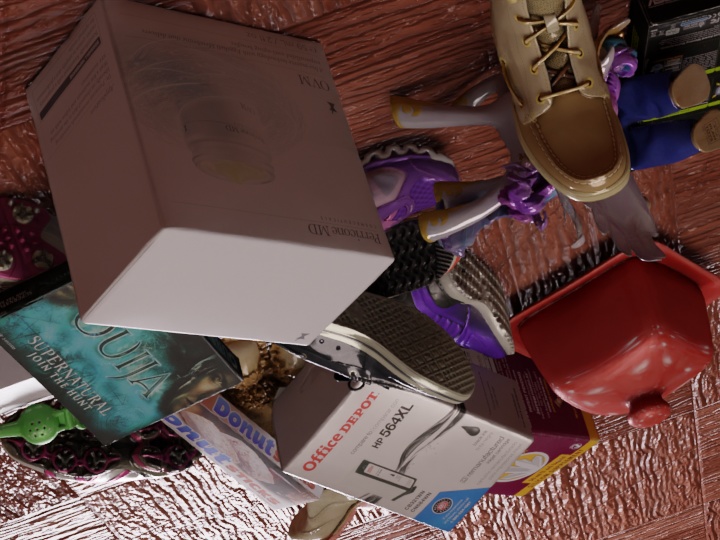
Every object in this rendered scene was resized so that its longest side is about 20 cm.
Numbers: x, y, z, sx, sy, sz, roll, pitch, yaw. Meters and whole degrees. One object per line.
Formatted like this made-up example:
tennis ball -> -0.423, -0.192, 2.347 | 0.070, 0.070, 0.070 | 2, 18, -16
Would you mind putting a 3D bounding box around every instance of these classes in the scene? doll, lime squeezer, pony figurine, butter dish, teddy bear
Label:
doll -> 0.206, -0.108, 1.590 | 0.048, 0.137, 0.199 | -36, -164, -33
lime squeezer -> -0.272, 0.131, 1.762 | 0.199, 0.038, 0.071 | -20, 179, -30
pony figurine -> 0.136, -0.087, 1.510 | 0.199, 0.195, 0.166 | -21, 162, 25
butter dish -> 0.265, 0.085, 1.941 | 0.199, 0.149, 0.199 | -31, 148, 25
teddy bear -> -0.095, 0.114, 1.888 | 0.144, 0.067, 0.201 | -22, 145, -3

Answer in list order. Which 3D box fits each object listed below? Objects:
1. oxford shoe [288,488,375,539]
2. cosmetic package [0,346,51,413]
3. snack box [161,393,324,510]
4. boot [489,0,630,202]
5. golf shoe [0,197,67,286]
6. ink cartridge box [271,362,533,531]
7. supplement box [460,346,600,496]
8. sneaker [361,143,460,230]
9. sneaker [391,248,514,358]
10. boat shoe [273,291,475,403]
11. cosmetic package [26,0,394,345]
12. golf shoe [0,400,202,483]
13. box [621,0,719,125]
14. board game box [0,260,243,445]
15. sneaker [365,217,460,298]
oxford shoe -> -0.036, 0.242, 2.157 | 0.073, 0.071, 0.200 | 26, 136, -18
cosmetic package -> -0.245, 0.066, 1.668 | 0.199, 0.052, 0.151 | -20, 175, 3
snack box -> -0.125, 0.159, 1.859 | 0.200, 0.024, 0.072 | 42, 143, -25
boot -> 0.134, -0.162, 1.370 | 0.072, 0.201, 0.156 | -15, 151, 0
golf shoe -> -0.250, -0.009, 1.558 | 0.199, 0.076, 0.092 | 0, 151, -29
ink cartridge box -> 0.037, 0.145, 1.838 | 0.199, 0.085, 0.146 | 22, 124, -28
supplement box -> 0.129, 0.156, 2.036 | 0.199, 0.104, 0.131 | 10, 142, -40
sneaker -> -0.009, -0.043, 1.619 | 0.198, 0.089, 0.081 | -12, 150, -13
sneaker -> 0.074, 0.033, 1.834 | 0.099, 0.070, 0.200 | -19, 149, 17
boat shoe -> 0.005, 0.062, 1.652 | 0.199, 0.075, 0.062 | 24, 135, -15
cosmetic package -> -0.108, -0.067, 1.398 | 0.198, 0.201, 0.123 | 7, 144, -39
golf shoe -> -0.254, 0.173, 1.876 | 0.199, 0.073, 0.092 | 9, 157, -29
box -> 0.313, -0.182, 1.600 | 0.198, 0.048, 0.194 | -15, 154, -4
board game box -> -0.194, 0.058, 1.560 | 0.134, 0.028, 0.200 | -25, 141, 10
sneaker -> 0.000, 0.000, 1.718 | 0.198, 0.071, 0.093 | -15, 180, 21
